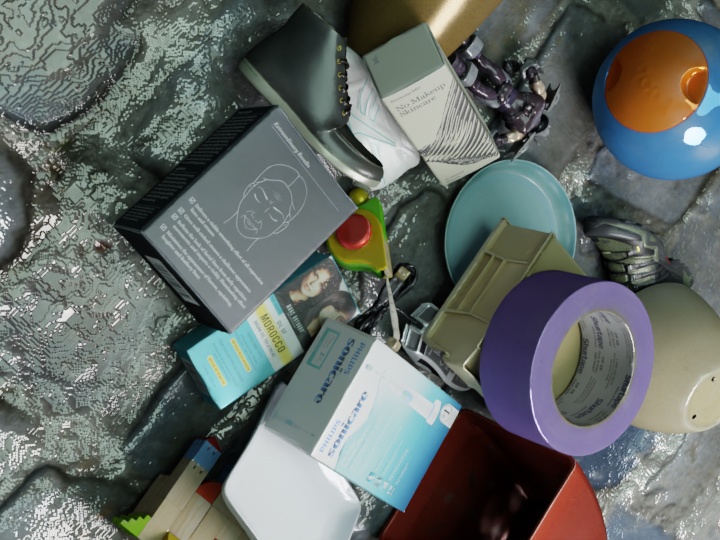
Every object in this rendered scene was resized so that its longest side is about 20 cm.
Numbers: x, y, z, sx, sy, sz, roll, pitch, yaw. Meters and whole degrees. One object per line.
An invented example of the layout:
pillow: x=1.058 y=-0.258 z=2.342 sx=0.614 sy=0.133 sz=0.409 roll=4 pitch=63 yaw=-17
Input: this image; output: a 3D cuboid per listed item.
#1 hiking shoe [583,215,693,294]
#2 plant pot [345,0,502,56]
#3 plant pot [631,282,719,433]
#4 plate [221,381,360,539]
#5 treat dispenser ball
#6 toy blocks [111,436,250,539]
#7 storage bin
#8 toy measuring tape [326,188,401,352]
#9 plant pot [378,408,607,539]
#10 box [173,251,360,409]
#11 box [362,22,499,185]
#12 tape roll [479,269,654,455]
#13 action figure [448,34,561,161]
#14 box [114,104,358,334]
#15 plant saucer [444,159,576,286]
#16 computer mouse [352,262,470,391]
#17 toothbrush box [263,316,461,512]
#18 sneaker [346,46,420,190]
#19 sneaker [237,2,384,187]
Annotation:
hiking shoe: x=0.360 y=0.004 z=1.517 sx=0.200 sy=0.076 sz=0.101 roll=34 pitch=76 yaw=-28
plant pot: x=0.071 y=-0.316 z=1.282 sx=0.186 sy=0.186 sz=0.200 roll=27 pitch=99 yaw=-28
plant pot: x=0.413 y=0.134 z=1.494 sx=0.200 sy=0.134 sz=0.201 roll=-13 pitch=121 yaw=-22
plate: x=-0.080 y=0.257 z=1.284 sx=0.200 sy=0.032 sz=0.200 roll=60 pitch=28 yaw=-20
treat dispenser ball: x=0.393 y=-0.213 z=1.440 sx=0.201 sy=0.201 sz=0.201 roll=-3 pitch=97 yaw=-28
toy blocks: x=-0.162 y=0.276 z=1.269 sx=0.200 sy=0.100 sz=0.137 roll=46 pitch=63 yaw=-24
storage bin: x=0.202 y=0.079 z=1.392 sx=0.200 sy=0.094 sz=0.199 roll=45 pitch=73 yaw=-33
toy measuring tape: x=0.000 y=0.000 z=1.308 sx=0.073 sy=0.074 sz=0.200 roll=4 pitch=67 yaw=-28
plant pot: x=0.182 y=0.320 z=1.402 sx=0.176 sy=0.200 sz=0.200 roll=44 pitch=75 yaw=-37
box: x=-0.103 y=0.065 z=1.291 sx=0.200 sy=0.049 sz=0.082 roll=-34 pitch=110 yaw=-20
box: x=0.082 y=-0.179 z=1.271 sx=0.082 sy=0.068 sz=0.200 roll=-28 pitch=148 yaw=12
tape roll: x=0.237 y=0.104 z=1.311 sx=0.200 sy=0.085 sz=0.200 roll=-7 pitch=102 yaw=-35
action figure: x=0.166 y=-0.219 z=1.397 sx=0.200 sy=0.069 sz=0.130 roll=36 pitch=72 yaw=-30
box: x=-0.133 y=-0.058 z=1.229 sx=0.200 sy=0.107 sz=0.148 roll=-45 pitch=113 yaw=-16
plant saucer: x=0.185 y=-0.040 z=1.446 sx=0.200 sy=0.027 sz=0.200 roll=-4 pitch=98 yaw=-28
computer mouse: x=0.077 y=0.080 z=1.385 sx=0.200 sy=0.044 sz=0.110 roll=42 pitch=73 yaw=-34
toothbrush box: x=0.007 y=0.166 z=1.309 sx=0.200 sy=0.085 sz=0.147 roll=40 pitch=76 yaw=-47
sneaker: x=-0.010 y=-0.178 z=1.303 sx=0.080 sy=0.070 sz=0.200 roll=-41 pitch=113 yaw=-15
sneaker: x=-0.026 y=-0.186 z=1.235 sx=0.200 sy=0.075 sz=0.106 roll=43 pitch=99 yaw=-14
